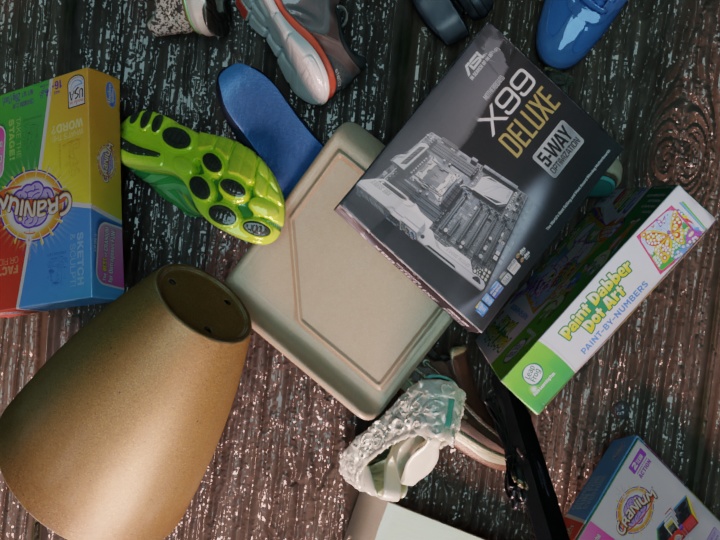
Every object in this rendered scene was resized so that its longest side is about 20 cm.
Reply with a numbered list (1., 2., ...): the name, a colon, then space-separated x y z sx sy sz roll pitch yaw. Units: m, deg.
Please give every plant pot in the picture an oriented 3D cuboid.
1. plant pot: -0.183 0.100 0.710 0.185 0.187 0.201 38 113 -1

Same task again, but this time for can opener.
1. can opener: 0.057 -0.310 0.756 0.078 0.063 0.202 -30 93 5

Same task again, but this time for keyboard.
1. keyboard: 0.140 0.169 0.709 0.020 0.202 0.128 -26 127 14

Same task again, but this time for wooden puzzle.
1. wooden puzzle: 0.000 0.000 0.743 0.184 0.037 0.201 38 91 2

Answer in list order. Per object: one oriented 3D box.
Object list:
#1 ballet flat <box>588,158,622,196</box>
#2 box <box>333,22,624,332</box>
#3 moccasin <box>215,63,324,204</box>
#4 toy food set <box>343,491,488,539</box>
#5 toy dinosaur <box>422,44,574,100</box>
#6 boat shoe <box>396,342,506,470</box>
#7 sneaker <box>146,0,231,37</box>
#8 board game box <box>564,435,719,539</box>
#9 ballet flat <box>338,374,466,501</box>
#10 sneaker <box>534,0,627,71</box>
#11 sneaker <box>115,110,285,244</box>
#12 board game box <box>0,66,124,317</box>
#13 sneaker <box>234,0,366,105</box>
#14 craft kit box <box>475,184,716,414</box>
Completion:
1. ballet flat: 0.144 -0.106 0.774 0.196 0.069 0.071 3 95 0
2. box: 0.098 -0.076 0.695 0.157 0.050 0.201 41 83 -6
3. moccasin: -0.064 -0.107 0.771 0.080 0.068 0.202 -31 116 -9
4. toy food set: 0.069 0.318 0.813 0.197 0.060 0.146 21 84 -1
5. toy dinosaur: 0.100 -0.154 0.756 0.198 0.088 0.048 -32 137 -12
6. boat shoe: 0.078 0.103 0.780 0.201 0.075 0.075 37 98 0
7. sneaker: -0.185 -0.310 0.767 0.087 0.077 0.204 -11 92 12
8. board game box: 0.277 0.280 0.760 0.200 0.040 0.153 45 63 -1
9. ballet flat: 0.031 0.165 0.736 0.071 0.072 0.201 31 137 0
10. sneaker: 0.226 -0.275 0.745 0.066 0.078 0.201 35 97 -2
11. sneaker: -0.138 -0.084 0.754 0.198 0.084 0.075 32 83 26
12. board game box: -0.285 -0.066 0.754 0.151 0.040 0.204 -8 81 27
13. sneaker: -0.062 -0.255 0.774 0.081 0.077 0.202 -31 95 -24
14. craft kit box: 0.186 0.016 0.708 0.048 0.200 0.198 38 94 -1
